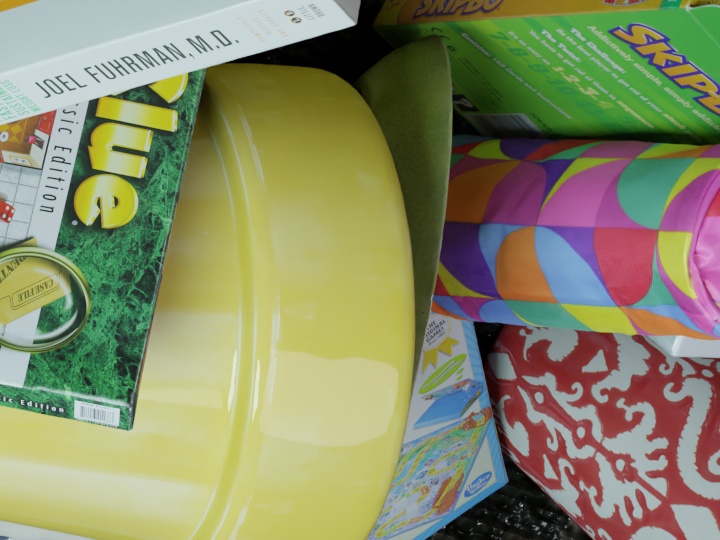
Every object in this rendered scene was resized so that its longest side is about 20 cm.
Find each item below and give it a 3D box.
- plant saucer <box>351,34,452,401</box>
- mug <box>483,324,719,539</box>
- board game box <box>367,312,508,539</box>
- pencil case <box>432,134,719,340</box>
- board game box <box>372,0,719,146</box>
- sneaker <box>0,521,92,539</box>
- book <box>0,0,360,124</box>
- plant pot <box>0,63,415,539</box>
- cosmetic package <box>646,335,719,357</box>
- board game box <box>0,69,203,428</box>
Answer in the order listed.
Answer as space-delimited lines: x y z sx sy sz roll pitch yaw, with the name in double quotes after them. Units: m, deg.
0.000 0.000 1.162 0.031 0.200 0.201 9 117 -9 "plant saucer"
0.166 0.101 1.348 0.134 0.200 0.177 -49 139 -2 "mug"
-0.028 0.097 1.300 0.199 0.034 0.135 -32 135 -20 "board game box"
0.101 -0.015 1.171 0.088 0.199 0.089 -4 96 -42 "pencil case"
0.103 -0.083 1.155 0.095 0.199 0.030 42 68 -34 "board game box"
-0.185 0.103 1.141 0.199 0.075 0.085 18 118 -40 "sneaker"
-0.087 -0.114 0.924 0.199 0.134 0.048 -14 145 27 "book"
-0.103 0.020 1.075 0.188 0.201 0.202 1 119 -23 "plant pot"
0.170 -0.016 1.305 0.199 0.151 0.052 3 115 -43 "cosmetic package"
-0.112 -0.047 0.990 0.104 0.201 0.023 11 152 -4 "board game box"
